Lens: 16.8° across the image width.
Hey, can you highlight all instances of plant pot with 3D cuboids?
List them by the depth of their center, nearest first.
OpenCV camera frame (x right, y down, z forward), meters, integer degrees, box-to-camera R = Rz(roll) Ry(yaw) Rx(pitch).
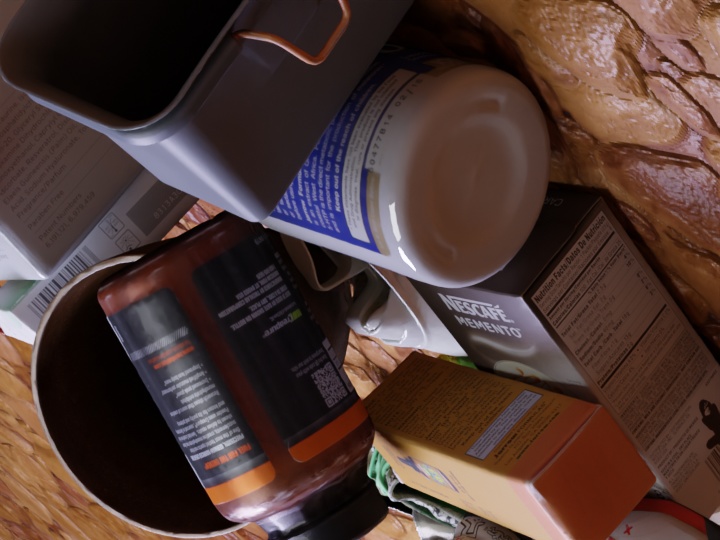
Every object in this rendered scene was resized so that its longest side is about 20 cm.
[{"bbox_3d":[-0.085,0.046,1.585,0.187,0.200,0.187,8,112,20],"label":"plant pot"}]

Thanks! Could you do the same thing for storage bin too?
[{"bbox_3d":[-0.056,-0.126,1.228,0.145,0.200,0.134,24,165,37],"label":"storage bin"}]

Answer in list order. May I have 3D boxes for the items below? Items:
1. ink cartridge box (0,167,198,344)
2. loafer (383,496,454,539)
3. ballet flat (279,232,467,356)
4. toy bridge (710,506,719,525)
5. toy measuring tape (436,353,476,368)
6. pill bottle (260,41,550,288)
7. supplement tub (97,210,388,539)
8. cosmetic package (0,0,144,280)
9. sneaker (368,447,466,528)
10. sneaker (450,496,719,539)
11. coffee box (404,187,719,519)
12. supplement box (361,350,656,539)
[{"bbox_3d":[-0.195,-0.023,1.673,0.050,0.161,0.200,46,167,-20],"label":"ink cartridge box"},{"bbox_3d":[0.074,0.182,1.787,0.200,0.070,0.075,27,156,32],"label":"loafer"},{"bbox_3d":[0.000,0.000,1.549,0.200,0.069,0.069,49,158,-24],"label":"ballet flat"},{"bbox_3d":[0.149,0.179,1.472,0.027,0.200,0.067,46,158,41],"label":"toy bridge"},{"bbox_3d":[0.057,0.081,1.645,0.074,0.074,0.200,47,179,-17],"label":"toy measuring tape"},{"bbox_3d":[-0.005,-0.070,1.336,0.200,0.120,0.120,19,151,44],"label":"pill bottle"},{"bbox_3d":[-0.062,0.071,1.405,0.200,0.107,0.107,61,157,-3],"label":"supplement tub"},{"bbox_3d":[-0.252,-0.118,1.601,0.200,0.166,0.167,48,158,-22],"label":"cosmetic package"},{"bbox_3d":[0.038,0.137,1.708,0.200,0.077,0.089,15,-172,37],"label":"sneaker"},{"bbox_3d":[0.134,0.177,1.388,0.201,0.108,0.067,22,157,42],"label":"sneaker"},{"bbox_3d":[0.130,0.048,1.396,0.114,0.080,0.200,10,145,55],"label":"coffee box"},{"bbox_3d":[0.077,0.101,1.391,0.067,0.069,0.200,52,160,-26],"label":"supplement box"}]
